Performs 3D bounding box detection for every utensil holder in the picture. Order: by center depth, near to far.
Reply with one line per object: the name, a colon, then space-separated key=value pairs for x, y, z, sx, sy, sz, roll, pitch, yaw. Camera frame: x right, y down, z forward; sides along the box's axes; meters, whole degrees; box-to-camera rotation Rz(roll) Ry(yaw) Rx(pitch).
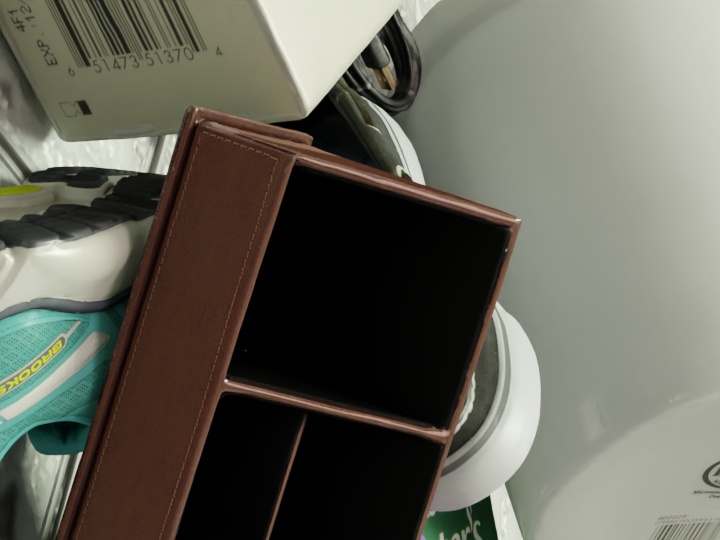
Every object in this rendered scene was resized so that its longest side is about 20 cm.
utensil holder: x=0.113 y=-0.002 z=0.990 sx=0.170 sy=0.169 sz=0.201 roll=44 pitch=26 yaw=-52

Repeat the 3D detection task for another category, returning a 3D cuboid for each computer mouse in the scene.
computer mouse: x=-0.026 y=-0.147 z=0.954 sx=0.059 sy=0.034 sz=0.201 roll=-36 pitch=111 yaw=-52

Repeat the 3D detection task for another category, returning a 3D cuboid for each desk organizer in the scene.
desk organizer: x=-0.029 y=0.064 z=0.743 sx=0.072 sy=0.077 sz=0.201 roll=9 pitch=100 yaw=-64

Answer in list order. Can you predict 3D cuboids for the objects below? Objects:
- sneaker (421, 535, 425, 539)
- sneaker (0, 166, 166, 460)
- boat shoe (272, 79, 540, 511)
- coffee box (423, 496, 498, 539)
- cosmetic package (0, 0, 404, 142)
sneaker: x=0.003 y=0.150 z=0.828 sx=0.088 sy=0.080 sz=0.201 roll=109 pitch=-30 yaw=-76
sneaker: x=-0.078 y=0.013 z=0.781 sx=0.200 sy=0.077 sz=0.080 roll=-16 pitch=114 yaw=-59
boat shoe: x=0.000 y=0.000 z=0.883 sx=0.057 sy=0.069 sz=0.200 roll=43 pitch=14 yaw=-38
coffee box: x=0.018 y=0.147 z=0.945 sx=0.123 sy=0.044 sz=0.201 roll=-14 pitch=94 yaw=-65
cosmetic package: x=-0.025 y=-0.133 z=0.841 sx=0.200 sy=0.103 sz=0.087 roll=-53 pitch=128 yaw=-44
